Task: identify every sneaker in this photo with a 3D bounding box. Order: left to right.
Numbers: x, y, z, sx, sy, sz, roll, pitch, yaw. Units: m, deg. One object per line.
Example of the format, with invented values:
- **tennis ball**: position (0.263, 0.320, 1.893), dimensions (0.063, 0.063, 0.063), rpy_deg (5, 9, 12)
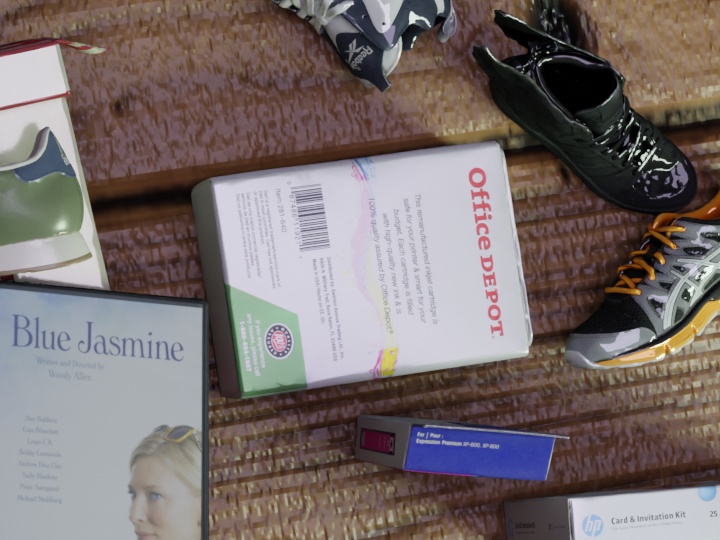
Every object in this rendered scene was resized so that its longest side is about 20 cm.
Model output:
- **sneaker**: position (-0.259, -0.037, 1.503), dimensions (0.200, 0.067, 0.090), rpy_deg (-7, 94, -14)
- **sneaker**: position (-0.024, -0.178, 1.728), dimensions (0.199, 0.079, 0.130), rpy_deg (-10, 80, -23)
- **sneaker**: position (0.156, -0.104, 1.752), dimensions (0.200, 0.104, 0.060), rpy_deg (34, 80, -9)
- **sneaker**: position (0.213, 0.002, 1.771), dimensions (0.200, 0.078, 0.077), rpy_deg (-34, 108, -23)

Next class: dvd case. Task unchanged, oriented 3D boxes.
- **dvd case**: position (-0.156, 0.110, 1.537), dimensions (0.142, 0.018, 0.200), rpy_deg (6, 76, -27)

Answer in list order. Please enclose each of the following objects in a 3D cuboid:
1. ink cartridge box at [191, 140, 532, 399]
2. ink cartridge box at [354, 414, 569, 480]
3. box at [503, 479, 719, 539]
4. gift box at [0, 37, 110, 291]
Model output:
- **ink cartridge box**: position (0.000, 0.000, 1.721), dimensions (0.200, 0.084, 0.145), rpy_deg (-8, 89, -13)
- **ink cartridge box**: position (0.062, 0.113, 1.669), dimensions (0.094, 0.200, 0.037), rpy_deg (5, 85, -12)
- **box**: position (0.211, 0.162, 1.724), dimensions (0.200, 0.156, 0.041), rpy_deg (-5, 86, -13)
- **gift box**: position (-0.249, -0.064, 1.625), dimensions (0.200, 0.185, 0.187), rpy_deg (-16, 99, -17)
